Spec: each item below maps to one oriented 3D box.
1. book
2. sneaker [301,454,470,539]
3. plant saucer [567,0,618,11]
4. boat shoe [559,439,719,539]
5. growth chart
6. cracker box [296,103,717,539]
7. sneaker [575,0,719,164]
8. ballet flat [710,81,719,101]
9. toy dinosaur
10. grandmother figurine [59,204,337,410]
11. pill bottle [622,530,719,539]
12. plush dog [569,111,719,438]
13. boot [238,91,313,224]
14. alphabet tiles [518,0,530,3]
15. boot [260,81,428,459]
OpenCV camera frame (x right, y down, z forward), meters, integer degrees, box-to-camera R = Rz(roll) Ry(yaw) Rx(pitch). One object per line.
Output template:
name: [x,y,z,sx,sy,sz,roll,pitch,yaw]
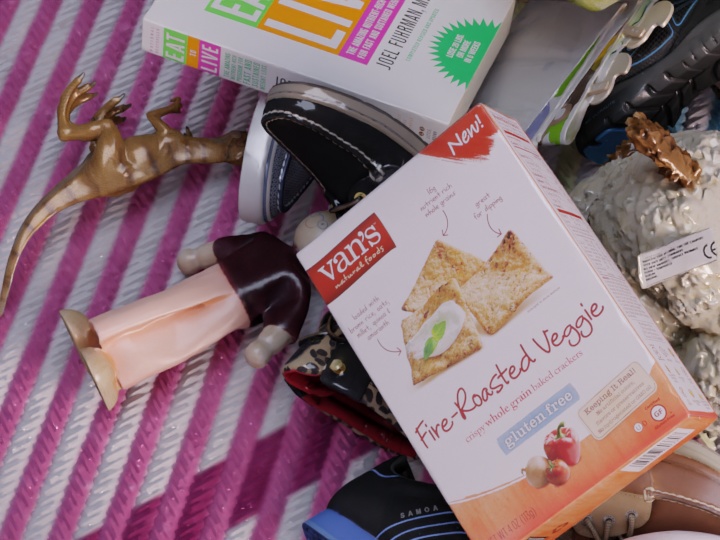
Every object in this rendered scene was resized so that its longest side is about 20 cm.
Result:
book: [-0.019,-0.150,1.239,0.198,0.048,0.134,19,46,10]
sneaker: [0.054,0.162,1.074,0.078,0.070,0.199,-39,44,-21]
plant saucer: [0.160,-0.230,1.256,0.199,0.048,0.200,-29,33,-15]
boat shoe: [0.136,0.127,1.106,0.199,0.076,0.072,17,55,28]
growth chart: [0.111,-0.118,1.235,0.200,0.018,0.144,-49,33,-9]
cracker box: [0.073,0.033,1.047,0.134,0.058,0.201,-39,69,17]
sneaker: [0.204,-0.150,1.230,0.199,0.073,0.082,-32,58,22]
ballet flat: [0.270,-0.079,1.240,0.067,0.046,0.201,-40,59,16]
toy dinosaur: [-0.162,-0.066,1.271,0.199,0.061,0.107,-25,59,-9]
grandmother figurine: [-0.075,0.014,1.210,0.199,0.061,0.122,-27,53,-10]
pill bottle: [0.160,0.243,1.004,0.111,0.113,0.201,4,58,9]
plush dog: [0.168,-0.017,1.146,0.160,0.171,0.201,35,67,-18]
boot: [-0.008,-0.103,1.263,0.090,0.073,0.201,13,53,11]
alphabet tiles: [0.161,-0.240,1.378,0.199,0.006,0.167,19,62,18]
boot: [0.000,0.000,1.160,0.200,0.073,0.151,38,69,-21]
